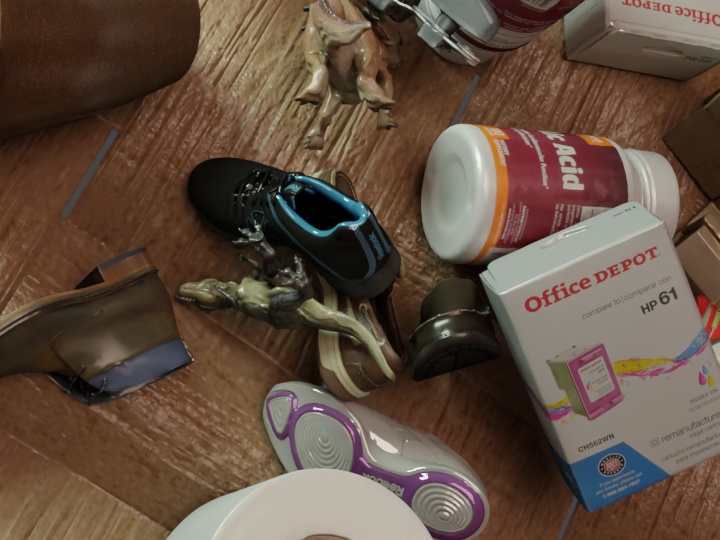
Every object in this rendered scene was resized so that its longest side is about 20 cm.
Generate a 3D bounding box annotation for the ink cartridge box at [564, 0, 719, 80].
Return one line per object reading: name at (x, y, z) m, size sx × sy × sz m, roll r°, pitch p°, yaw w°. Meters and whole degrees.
ink cartridge box at (0.267, -0.292, 1.477) m, size 0.144 × 0.085 × 0.203 m, roll 6°, pitch 72°, yaw -23°

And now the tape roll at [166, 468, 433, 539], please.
tape roll at (-0.049, 0.254, 1.158) m, size 0.200 × 0.139 × 0.205 m, roll 6°, pitch 74°, yaw -22°

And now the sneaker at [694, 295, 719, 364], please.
sneaker at (0.249, 0.087, 1.389) m, size 0.199 × 0.077 × 0.085 m, roll -28°, pitch 69°, yaw -29°

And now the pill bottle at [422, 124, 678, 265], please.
pill bottle at (0.162, -0.059, 1.343) m, size 0.198 × 0.114 × 0.116 m, roll 3°, pitch 75°, yaw -24°

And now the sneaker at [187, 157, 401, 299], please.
sneaker at (-0.056, -0.053, 1.219) m, size 0.199 × 0.082 × 0.073 m, roll 23°, pitch 64°, yaw 28°

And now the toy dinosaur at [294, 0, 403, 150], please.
toy dinosaur at (-0.013, -0.185, 1.287) m, size 0.085 × 0.200 × 0.137 m, roll -3°, pitch 74°, yaw 6°

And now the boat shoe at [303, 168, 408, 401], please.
boat shoe at (0.003, 0.002, 1.257) m, size 0.075 × 0.074 × 0.204 m, roll 31°, pitch 42°, yaw -51°

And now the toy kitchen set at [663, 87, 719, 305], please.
toy kitchen set at (0.372, -0.069, 1.411) m, size 0.163 × 0.180 × 0.201 m, roll -40°, pitch 90°, yaw -26°

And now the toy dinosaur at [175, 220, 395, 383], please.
toy dinosaur at (-0.058, 0.018, 1.194) m, size 0.048 × 0.198 × 0.089 m, roll -49°, pitch 143°, yaw -33°

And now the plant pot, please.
plant pot at (-0.227, -0.188, 1.188) m, size 0.198 × 0.186 × 0.189 m, roll -6°, pitch 78°, yaw -41°

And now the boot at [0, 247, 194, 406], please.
boot at (-0.215, 0.066, 1.168) m, size 0.199 × 0.075 × 0.098 m, roll -31°, pitch 87°, yaw -30°

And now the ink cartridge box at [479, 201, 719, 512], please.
ink cartridge box at (0.200, 0.067, 1.261) m, size 0.143 × 0.085 × 0.202 m, roll -24°, pitch 103°, yaw 0°

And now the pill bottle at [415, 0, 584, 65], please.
pill bottle at (0.129, -0.253, 1.339) m, size 0.113 × 0.200 × 0.116 m, roll 6°, pitch 74°, yaw -23°

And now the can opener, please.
can opener at (0.037, -0.245, 1.325) m, size 0.200 × 0.053 × 0.067 m, roll 45°, pitch 103°, yaw 22°

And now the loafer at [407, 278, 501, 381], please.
loafer at (0.068, 0.043, 1.247) m, size 0.072 × 0.200 × 0.072 m, roll -17°, pitch 85°, yaw 4°

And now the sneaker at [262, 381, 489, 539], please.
sneaker at (0.012, 0.151, 1.260) m, size 0.199 × 0.100 × 0.075 m, roll 30°, pitch 101°, yaw 5°
